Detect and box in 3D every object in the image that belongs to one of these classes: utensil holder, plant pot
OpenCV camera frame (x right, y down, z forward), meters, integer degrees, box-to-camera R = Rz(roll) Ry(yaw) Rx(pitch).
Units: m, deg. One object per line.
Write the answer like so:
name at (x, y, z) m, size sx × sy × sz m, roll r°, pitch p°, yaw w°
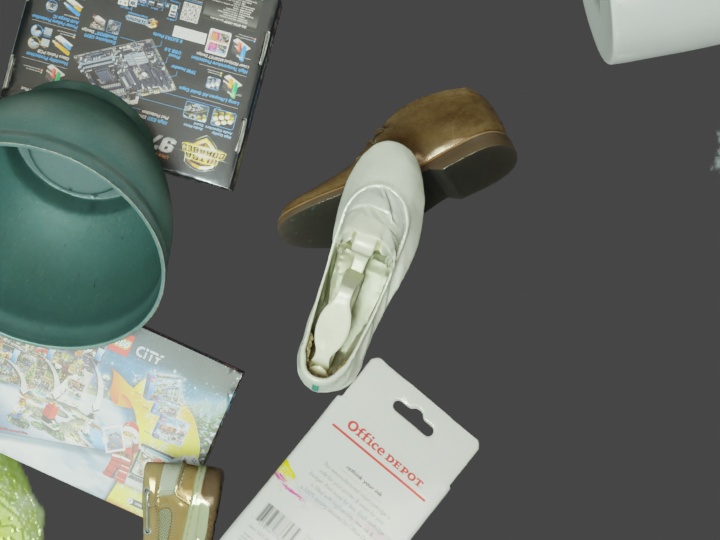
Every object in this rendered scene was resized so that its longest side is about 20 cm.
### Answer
utensil holder at (0.272, -0.257, 1.430) m, size 0.198 × 0.170 × 0.172 m, roll -11°, pitch 89°, yaw 0°
plant pot at (-0.228, -0.058, 1.399) m, size 0.198 × 0.135 × 0.202 m, roll 7°, pitch 133°, yaw 7°

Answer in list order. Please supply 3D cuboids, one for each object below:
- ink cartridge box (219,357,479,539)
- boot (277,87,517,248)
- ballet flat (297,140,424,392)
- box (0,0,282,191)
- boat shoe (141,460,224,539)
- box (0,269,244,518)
ink cartridge box at (-0.011, 0.181, 1.447) m, size 0.115 × 0.068 × 0.200 m, roll 39°, pitch 77°, yaw 5°
boot at (0.022, -0.080, 1.482) m, size 0.198 × 0.074 × 0.076 m, roll -23°, pitch 59°, yaw 3°
ballet flat at (0.000, 0.000, 1.409) m, size 0.069 × 0.069 × 0.202 m, roll 19°, pitch 94°, yaw -1°
box at (-0.176, -0.166, 1.478) m, size 0.198 × 0.046 × 0.161 m, roll 15°, pitch 89°, yaw -1°
boat shoe at (-0.160, 0.236, 1.439) m, size 0.075 × 0.072 × 0.202 m, roll 12°, pitch 107°, yaw -4°
box at (-0.209, 0.103, 1.474) m, size 0.199 × 0.038 × 0.138 m, roll 25°, pitch 88°, yaw 0°
